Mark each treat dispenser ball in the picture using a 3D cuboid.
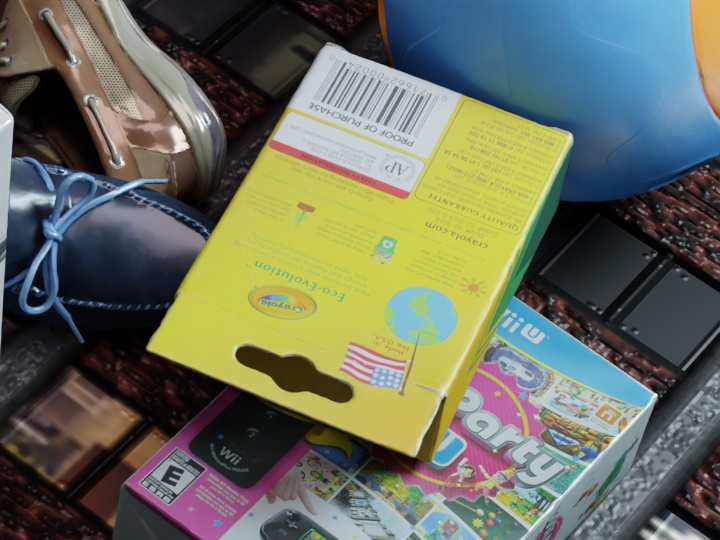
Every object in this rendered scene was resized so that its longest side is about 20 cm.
[{"bbox_3d":[0.107,-0.133,1.330,0.200,0.201,0.202,5,50,-6],"label":"treat dispenser ball"}]

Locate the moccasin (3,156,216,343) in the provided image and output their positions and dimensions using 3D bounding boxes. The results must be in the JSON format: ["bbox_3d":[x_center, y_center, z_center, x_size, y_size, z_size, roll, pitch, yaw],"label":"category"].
[{"bbox_3d":[-0.160,-0.013,1.258,0.199,0.068,0.081,7,82,4],"label":"moccasin"}]

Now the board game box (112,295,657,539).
[{"bbox_3d":[0.011,0.089,1.221,0.147,0.064,0.200,34,52,17],"label":"board game box"}]

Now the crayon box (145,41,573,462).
[{"bbox_3d":[0.000,0.000,1.219,0.126,0.051,0.200,22,50,10],"label":"crayon box"}]

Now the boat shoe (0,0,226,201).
[{"bbox_3d":[-0.147,-0.101,1.341,0.072,0.076,0.200,-30,60,-27],"label":"boat shoe"}]

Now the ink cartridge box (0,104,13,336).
[{"bbox_3d":[-0.222,0.015,1.148,0.084,0.200,0.144,37,54,20],"label":"ink cartridge box"}]
